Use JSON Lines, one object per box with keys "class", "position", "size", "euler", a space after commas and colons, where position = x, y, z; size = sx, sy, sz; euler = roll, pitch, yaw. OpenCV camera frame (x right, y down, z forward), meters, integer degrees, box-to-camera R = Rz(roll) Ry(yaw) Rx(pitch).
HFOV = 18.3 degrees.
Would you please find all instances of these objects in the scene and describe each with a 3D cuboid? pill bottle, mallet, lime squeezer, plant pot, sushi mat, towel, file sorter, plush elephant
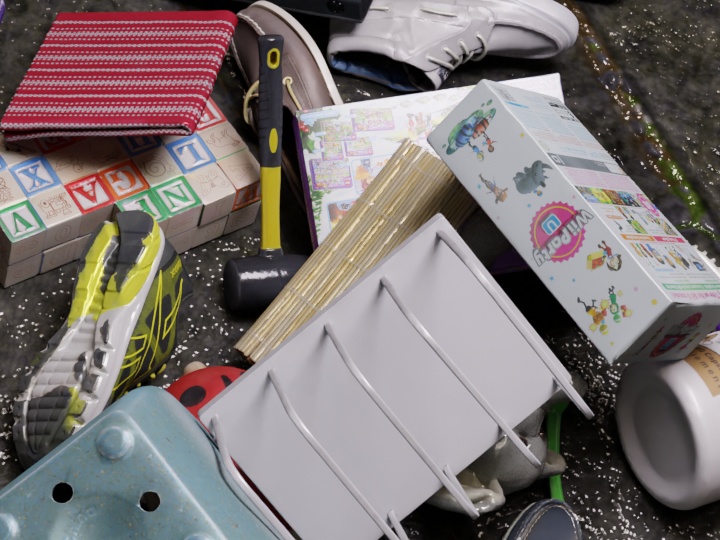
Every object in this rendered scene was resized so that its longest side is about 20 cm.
{"class": "pill bottle", "position": [0.295, 0.092, 1.614], "size": [0.199, 0.114, 0.115], "euler": [-16, 61, -25]}
{"class": "mallet", "position": [-0.074, -0.066, 1.594], "size": [0.066, 0.201, 0.041], "euler": [-12, 16, -20]}
{"class": "lime squeezer", "position": [0.107, 0.083, 1.624], "size": [0.071, 0.038, 0.200], "euler": [-39, 71, 0]}
{"class": "plant pot", "position": [-0.138, 0.186, 1.331], "size": [0.196, 0.200, 0.196], "euler": [-37, 71, -9]}
{"class": "sushi mat", "position": [0.000, 0.000, 1.557], "size": [0.096, 0.012, 0.200], "euler": [30, 77, 40]}
{"class": "towel", "position": [-0.173, -0.144, 1.632], "size": [0.144, 0.023, 0.200], "euler": [-1, 30, 7]}
{"class": "file sorter", "position": [0.025, 0.090, 1.365], "size": [0.200, 0.125, 0.139], "euler": [-40, 105, 0]}
{"class": "plush elephant", "position": [0.078, 0.084, 1.513], "size": [0.155, 0.200, 0.165], "euler": [37, 25, 9]}

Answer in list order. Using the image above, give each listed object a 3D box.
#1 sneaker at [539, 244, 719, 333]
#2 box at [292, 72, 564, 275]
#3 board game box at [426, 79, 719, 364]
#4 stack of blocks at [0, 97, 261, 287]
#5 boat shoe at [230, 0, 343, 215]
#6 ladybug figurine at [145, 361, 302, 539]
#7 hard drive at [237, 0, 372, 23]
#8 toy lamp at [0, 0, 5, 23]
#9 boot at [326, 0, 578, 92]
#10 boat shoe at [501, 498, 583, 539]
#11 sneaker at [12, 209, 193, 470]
{"class": "sneaker", "position": [0.186, 0.008, 1.678], "size": [0.200, 0.070, 0.100], "euler": [34, 60, 14]}
{"class": "box", "position": [0.058, -0.061, 1.627], "size": [0.199, 0.039, 0.137], "euler": [-8, 81, -7]}
{"class": "board game box", "position": [0.152, -0.032, 1.510], "size": [0.200, 0.064, 0.147], "euler": [50, 20, 19]}
{"class": "stack of blocks", "position": [-0.183, -0.059, 1.616], "size": [0.200, 0.059, 0.115], "euler": [-23, 65, -29]}
{"class": "boat shoe", "position": [-0.052, -0.119, 1.692], "size": [0.059, 0.072, 0.200], "euler": [-20, 69, -31]}
{"class": "ladybug figurine", "position": [-0.074, 0.140, 1.499], "size": [0.135, 0.072, 0.200], "euler": [-18, 62, -26]}
{"class": "hard drive", "position": [-0.073, -0.269, 1.778], "size": [0.199, 0.033, 0.140], "euler": [12, 51, 13]}
{"class": "toy lamp", "position": [-0.322, -0.138, 1.633], "size": [0.058, 0.058, 0.200], "euler": [26, 52, 3]}
{"class": "boot", "position": [0.071, -0.177, 1.776], "size": [0.199, 0.074, 0.096], "euler": [10, 59, 1]}
{"class": "boat shoe", "position": [0.116, 0.232, 1.496], "size": [0.075, 0.062, 0.200], "euler": [23, 53, 1]}
{"class": "sneaker", "position": [-0.166, 0.061, 1.527], "size": [0.074, 0.085, 0.201], "euler": [6, 65, 40]}
